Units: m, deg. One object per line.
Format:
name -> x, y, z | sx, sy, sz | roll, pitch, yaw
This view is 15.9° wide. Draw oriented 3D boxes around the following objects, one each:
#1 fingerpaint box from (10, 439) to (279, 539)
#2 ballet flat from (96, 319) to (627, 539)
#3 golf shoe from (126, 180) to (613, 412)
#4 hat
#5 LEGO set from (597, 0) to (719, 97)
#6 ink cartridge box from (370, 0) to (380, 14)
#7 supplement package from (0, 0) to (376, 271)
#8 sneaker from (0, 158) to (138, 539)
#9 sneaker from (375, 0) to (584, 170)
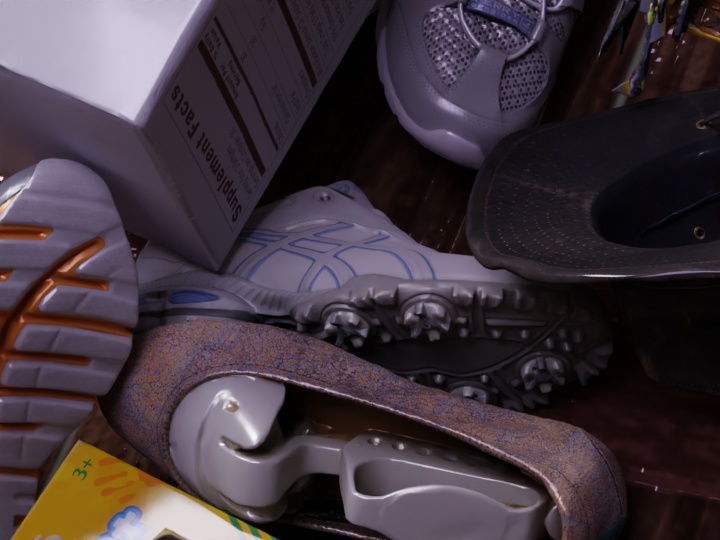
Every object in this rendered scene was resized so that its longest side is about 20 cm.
fingerpaint box -> -0.078, 0.181, 0.862 | 0.166, 0.073, 0.201 | 23, 68, 32
ballet flat -> -0.007, 0.064, 0.887 | 0.198, 0.069, 0.067 | 9, 23, 15
golf shoe -> 0.000, 0.000, 0.953 | 0.198, 0.079, 0.098 | 0, 52, 21
hat -> 0.138, -0.006, 0.881 | 0.199, 0.082, 0.201 | -9, 24, 4
LEGO set -> 0.142, -0.167, 0.927 | 0.115, 0.154, 0.201 | 19, 51, 8
ink cartridge box -> -0.085, -0.142, 1.072 | 0.199, 0.084, 0.146 | -33, 52, -3
supplement package -> -0.064, -0.126, 0.935 | 0.116, 0.117, 0.201 | 24, 72, 21
sneaker -> -0.141, 0.041, 0.930 | 0.201, 0.078, 0.077 | -66, 32, 26
sneaker -> 0.059, -0.133, 0.994 | 0.074, 0.082, 0.201 | 20, 61, -10
